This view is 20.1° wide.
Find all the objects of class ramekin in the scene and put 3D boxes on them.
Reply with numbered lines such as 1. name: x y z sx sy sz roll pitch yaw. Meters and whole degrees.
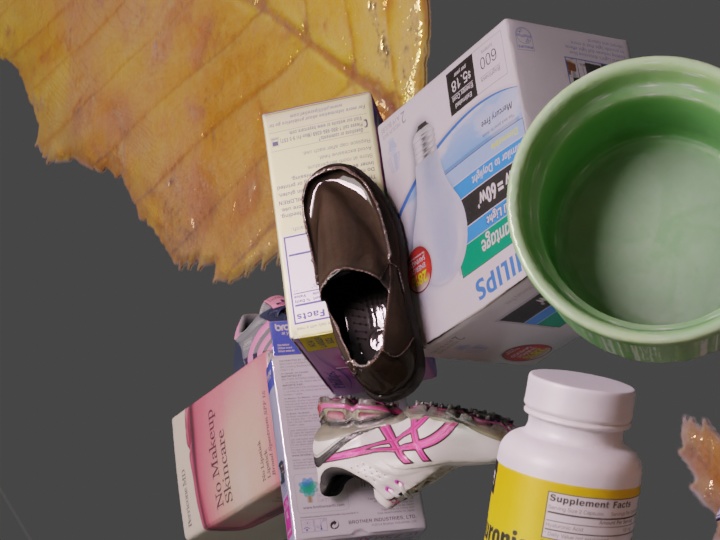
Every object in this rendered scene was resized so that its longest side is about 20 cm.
1. ramekin: 0.202 -0.034 1.383 0.098 0.198 0.202 60 -159 -70

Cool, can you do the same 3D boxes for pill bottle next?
1. pill bottle: 0.150 0.180 1.517 0.111 0.110 0.202 18 101 58

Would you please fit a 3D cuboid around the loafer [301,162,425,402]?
1. loafer: 0.000 0.000 1.571 0.073 0.071 0.201 -25 66 12

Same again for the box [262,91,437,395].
1. box: -0.007 -0.019 1.718 0.176 0.096 0.202 60 -159 -68

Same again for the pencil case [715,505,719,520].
1. pencil case: 0.317 0.141 1.275 0.200 0.087 0.088 -32 59 54

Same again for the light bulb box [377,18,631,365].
1. light bulb box: 0.123 -0.055 1.578 0.198 0.124 0.202 -38 54 51

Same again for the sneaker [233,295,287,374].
1. sneaker: -0.068 0.058 1.928 0.200 0.070 0.083 -26 68 53

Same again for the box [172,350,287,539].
1. box: -0.082 0.167 1.901 0.200 0.108 0.129 -36 57 51

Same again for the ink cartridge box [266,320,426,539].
1. ink cartridge box: -0.016 0.141 1.785 0.042 0.118 0.202 121 143 -67

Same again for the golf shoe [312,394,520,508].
1. golf shoe: 0.048 0.154 1.693 0.199 0.072 0.093 0 81 38
